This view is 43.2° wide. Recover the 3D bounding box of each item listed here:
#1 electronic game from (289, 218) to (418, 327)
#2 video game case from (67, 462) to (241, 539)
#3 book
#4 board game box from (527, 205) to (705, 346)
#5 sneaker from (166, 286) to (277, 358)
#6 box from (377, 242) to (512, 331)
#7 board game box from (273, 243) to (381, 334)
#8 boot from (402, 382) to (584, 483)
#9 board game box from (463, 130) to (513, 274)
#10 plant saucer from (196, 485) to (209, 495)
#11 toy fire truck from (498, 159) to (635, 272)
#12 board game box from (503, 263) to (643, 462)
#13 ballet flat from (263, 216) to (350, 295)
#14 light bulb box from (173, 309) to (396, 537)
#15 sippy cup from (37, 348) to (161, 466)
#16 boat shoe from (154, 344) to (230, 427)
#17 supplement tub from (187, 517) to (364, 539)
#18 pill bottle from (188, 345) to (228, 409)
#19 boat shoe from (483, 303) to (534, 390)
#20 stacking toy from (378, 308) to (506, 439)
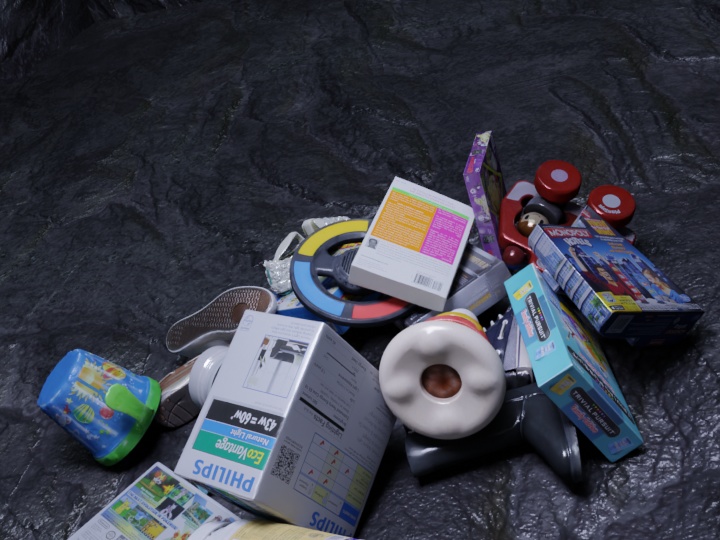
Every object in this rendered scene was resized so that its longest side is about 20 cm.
[{"bbox_3d":[0.000,0.000,1.263,0.197,0.042,0.201,0,46,0],"label":"electronic game"},{"bbox_3d":[-0.265,0.337,1.124,0.199,0.022,0.182,17,47,45],"label":"video game case"},{"bbox_3d":[0.077,-0.038,1.253,0.132,0.048,0.201,19,42,8],"label":"book"},{"bbox_3d":[0.294,0.001,1.128,0.199,0.062,0.201,3,41,-40],"label":"board game box"},{"bbox_3d":[-0.196,0.083,1.387,0.198,0.085,0.074,-22,57,26],"label":"sneaker"},{"bbox_3d":[0.111,0.026,1.300,0.158,0.049,0.200,-34,21,-7],"label":"box"},{"bbox_3d":[-0.041,0.022,1.387,0.199,0.056,0.196,-11,28,51],"label":"board game box"},{"bbox_3d":[0.149,0.202,1.058,0.198,0.066,0.165,-12,25,7],"label":"boot"},{"bbox_3d":[0.196,-0.088,1.343,0.032,0.201,0.120,-8,33,19],"label":"board game box"},{"bbox_3d":[-0.167,0.193,1.158,0.019,0.201,0.070,4,35,-48],"label":"plant saucer"},{"bbox_3d":[0.281,-0.048,1.277,0.199,0.113,0.168,28,55,18],"label":"toy fire truck"},{"bbox_3d":[0.247,0.103,1.068,0.047,0.151,0.201,-37,28,18],"label":"board game box"},{"bbox_3d":[-0.079,-0.042,1.422,0.071,0.072,0.200,8,40,37],"label":"ballet flat"},{"bbox_3d":[-0.072,0.183,1.030,0.124,0.198,0.202,6,64,37],"label":"light bulb box"},{"bbox_3d":[-0.370,0.181,1.270,0.177,0.130,0.140,-38,29,23],"label":"sippy cup"},{"bbox_3d":[-0.223,0.149,1.337,0.199,0.076,0.072,-28,31,-16],"label":"boat shoe"},{"bbox_3d":[-0.079,0.331,0.914,0.198,0.146,0.146,1,37,31],"label":"supplement tub"},{"bbox_3d":[-0.133,0.167,1.219,0.199,0.117,0.116,13,44,40],"label":"pill bottle"},{"bbox_3d":[0.185,0.085,1.205,0.092,0.075,0.201,-2,36,14],"label":"boat shoe"},{"bbox_3d":[0.108,0.095,1.099,0.145,0.148,0.200,-9,19,16],"label":"stacking toy"}]
